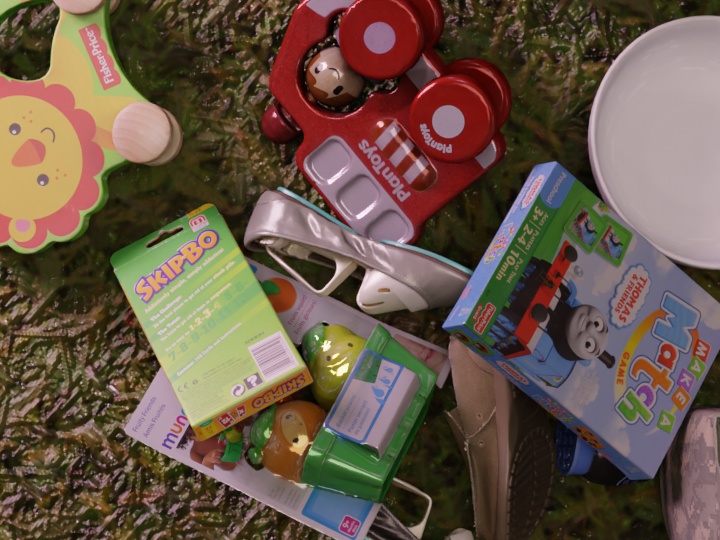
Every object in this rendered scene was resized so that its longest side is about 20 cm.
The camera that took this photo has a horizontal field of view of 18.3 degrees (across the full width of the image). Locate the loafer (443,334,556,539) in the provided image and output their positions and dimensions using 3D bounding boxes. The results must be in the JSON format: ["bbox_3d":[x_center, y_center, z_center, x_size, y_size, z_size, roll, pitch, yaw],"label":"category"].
[{"bbox_3d":[0.106,0.122,1.730,0.067,0.076,0.201,13,112,35],"label":"loafer"}]

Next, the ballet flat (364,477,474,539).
[{"bbox_3d":[0.046,0.214,1.735,0.200,0.068,0.068,42,78,-2],"label":"ballet flat"}]

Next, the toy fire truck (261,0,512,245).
[{"bbox_3d":[0.012,-0.126,1.730,0.168,0.112,0.200,-40,94,17],"label":"toy fire truck"}]

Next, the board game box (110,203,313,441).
[{"bbox_3d":[-0.117,0.035,1.697,0.095,0.030,0.200,-28,50,-4],"label":"board game box"}]

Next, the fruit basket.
[{"bbox_3d":[-0.050,0.091,1.699,0.199,0.094,0.186,29,60,2],"label":"fruit basket"}]

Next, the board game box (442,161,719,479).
[{"bbox_3d":[0.175,0.039,1.680,0.200,0.037,0.152,39,68,-20],"label":"board game box"}]

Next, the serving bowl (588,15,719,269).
[{"bbox_3d":[0.269,-0.095,1.754,0.199,0.066,0.201,1,81,-9],"label":"serving bowl"}]

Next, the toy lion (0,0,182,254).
[{"bbox_3d":[-0.249,-0.122,1.732,0.191,0.069,0.201,-22,90,3],"label":"toy lion"}]

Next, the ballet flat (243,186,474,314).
[{"bbox_3d":[0.000,0.000,1.712,0.199,0.067,0.064,24,77,20],"label":"ballet flat"}]

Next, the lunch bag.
[{"bbox_3d":[0.298,0.204,1.702,0.117,0.164,0.201,0,88,-7],"label":"lunch bag"}]

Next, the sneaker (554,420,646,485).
[{"bbox_3d":[0.207,0.069,1.754,0.078,0.070,0.201,10,88,-16],"label":"sneaker"}]
